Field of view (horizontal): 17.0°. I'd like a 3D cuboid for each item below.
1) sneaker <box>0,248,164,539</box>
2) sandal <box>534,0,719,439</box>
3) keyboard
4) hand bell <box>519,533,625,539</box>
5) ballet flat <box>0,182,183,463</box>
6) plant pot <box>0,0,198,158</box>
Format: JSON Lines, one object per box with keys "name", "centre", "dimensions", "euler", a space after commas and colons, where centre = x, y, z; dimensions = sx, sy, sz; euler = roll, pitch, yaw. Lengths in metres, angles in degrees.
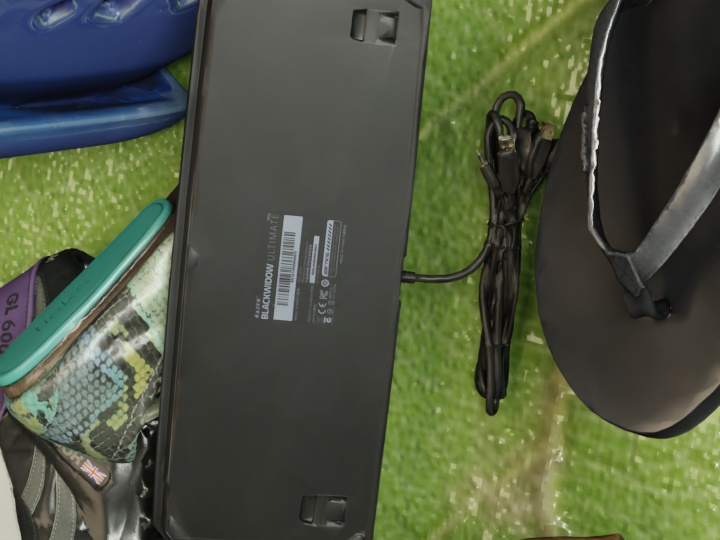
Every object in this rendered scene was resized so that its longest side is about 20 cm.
{"name": "sneaker", "centre": [-0.088, 0.085, 0.880], "dimensions": [0.087, 0.076, 0.200], "euler": [-37, 71, 25]}
{"name": "sandal", "centre": [0.087, -0.053, 0.638], "dimensions": [0.076, 0.043, 0.201], "euler": [23, 106, 34]}
{"name": "keyboard", "centre": [0.000, 0.000, 0.803], "dimensions": [0.127, 0.021, 0.201], "euler": [6, 102, -5]}
{"name": "hand bell", "centre": [-0.008, 0.122, 0.769], "dimensions": [0.199, 0.104, 0.104], "euler": [-22, 79, 16]}
{"name": "ballet flat", "centre": [-0.042, -0.015, 0.839], "dimensions": [0.200, 0.074, 0.074], "euler": [-48, 64, 3]}
{"name": "plant pot", "centre": [-0.138, -0.147, 0.834], "dimensions": [0.200, 0.200, 0.180], "euler": [48, 124, 24]}
